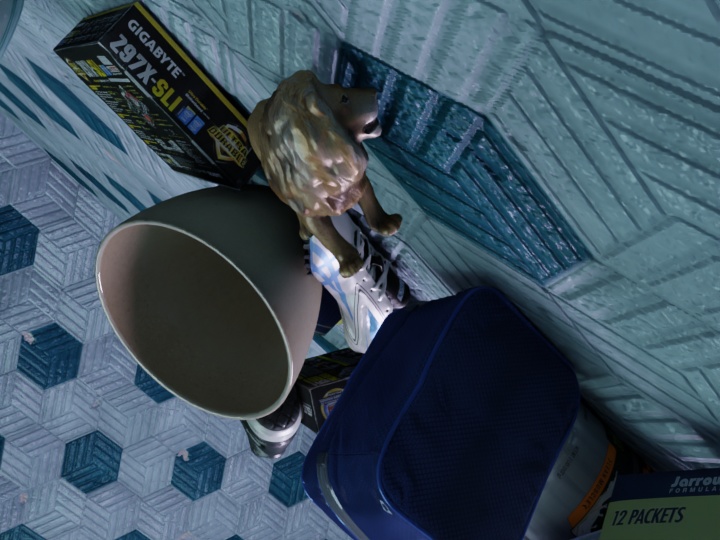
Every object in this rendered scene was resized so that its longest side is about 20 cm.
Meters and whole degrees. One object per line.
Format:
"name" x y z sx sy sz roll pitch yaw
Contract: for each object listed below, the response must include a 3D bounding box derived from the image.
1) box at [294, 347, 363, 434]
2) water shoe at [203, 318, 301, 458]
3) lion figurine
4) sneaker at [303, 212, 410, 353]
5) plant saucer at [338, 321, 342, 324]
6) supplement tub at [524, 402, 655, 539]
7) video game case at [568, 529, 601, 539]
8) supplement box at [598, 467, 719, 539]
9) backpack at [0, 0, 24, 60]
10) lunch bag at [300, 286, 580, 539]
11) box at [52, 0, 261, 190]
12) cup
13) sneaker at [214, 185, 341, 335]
"box" 0.004 0.108 0.950 0.200 0.157 0.045 177 79 -73
"water shoe" -0.120 0.090 0.925 0.080 0.070 0.202 111 143 -47
"lion figurine" -0.038 -0.073 0.591 0.123 0.072 0.199 53 169 -26
"sneaker" 0.000 0.000 0.799 0.071 0.073 0.201 -8 140 16
"plant saucer" -0.094 0.010 1.216 0.199 0.031 0.200 39 168 9
"supplement tub" 0.192 0.202 0.765 0.199 0.123 0.122 41 169 -10
"video game case" 0.227 0.260 0.703 0.202 0.179 0.023 58 -160 -25
"supplement box" 0.231 0.255 0.546 0.200 0.202 0.133 43 145 -21
"backpack" -0.409 -0.249 0.882 0.198 0.178 0.153 32 -176 29
"lunch bag" 0.056 0.111 0.690 0.136 0.201 0.132 44 150 -17
"box" -0.174 -0.147 0.809 0.160 0.049 0.199 48 167 -26
"cup" -0.109 0.005 0.827 0.197 0.144 0.203 19 133 21
"sneaker" -0.091 -0.018 0.960 0.199 0.081 0.115 41 172 5
